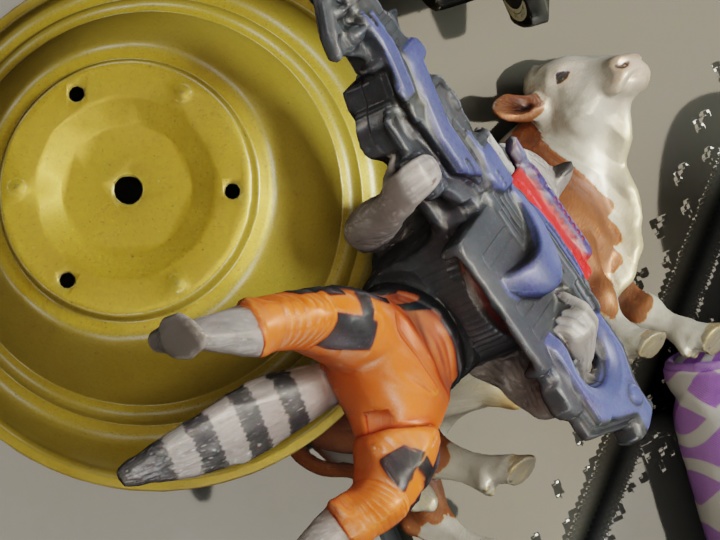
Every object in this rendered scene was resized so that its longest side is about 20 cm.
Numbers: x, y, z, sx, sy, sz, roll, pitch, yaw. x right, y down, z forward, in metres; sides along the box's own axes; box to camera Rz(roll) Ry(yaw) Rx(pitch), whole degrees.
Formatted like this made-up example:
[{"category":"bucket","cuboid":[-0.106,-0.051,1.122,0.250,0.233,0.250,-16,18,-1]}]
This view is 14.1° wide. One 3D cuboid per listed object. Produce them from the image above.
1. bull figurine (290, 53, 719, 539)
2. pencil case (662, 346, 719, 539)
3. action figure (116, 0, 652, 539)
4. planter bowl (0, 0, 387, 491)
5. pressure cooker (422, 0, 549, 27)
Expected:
[{"category":"bull figurine","cuboid":[0.059,0.013,1.092,0.200,0.065,0.121,-48,58,4]},{"category":"pencil case","cuboid":[0.179,0.108,1.121,0.084,0.085,0.201,-13,96,29]},{"category":"action figure","cuboid":[0.000,0.000,0.998,0.193,0.104,0.200,-37,102,-39]},{"category":"planter bowl","cuboid":[-0.078,-0.023,1.045,0.200,0.083,0.201,-1,83,5]},{"category":"pressure cooker","cuboid":[0.064,-0.195,1.040,0.199,0.179,0.176,-17,57,-6]}]
